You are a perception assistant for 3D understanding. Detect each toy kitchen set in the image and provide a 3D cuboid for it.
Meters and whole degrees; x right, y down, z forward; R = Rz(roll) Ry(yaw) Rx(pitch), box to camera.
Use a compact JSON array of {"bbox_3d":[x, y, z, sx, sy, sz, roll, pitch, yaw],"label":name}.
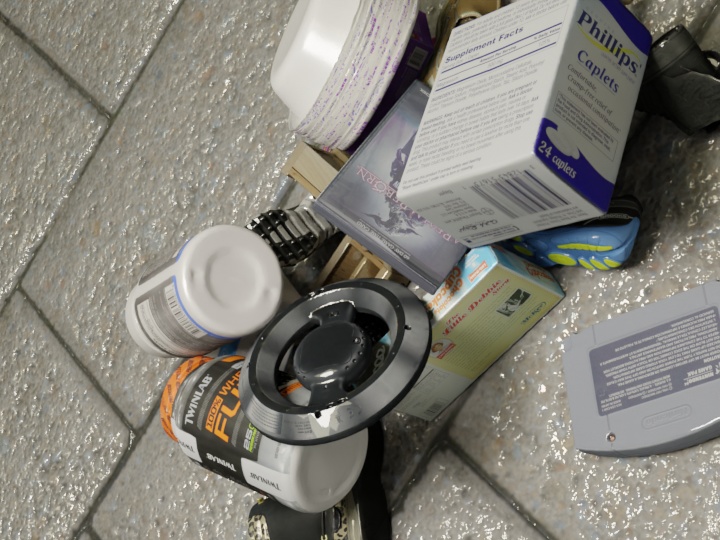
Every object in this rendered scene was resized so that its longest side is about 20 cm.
[{"bbox_3d":[0.000,0.000,1.470,0.163,0.200,0.181,42,103,32],"label":"toy kitchen set"}]

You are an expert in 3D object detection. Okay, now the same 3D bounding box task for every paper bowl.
[{"bbox_3d":[-0.024,-0.234,1.497,0.201,0.104,0.201,-59,16,29],"label":"paper bowl"}]

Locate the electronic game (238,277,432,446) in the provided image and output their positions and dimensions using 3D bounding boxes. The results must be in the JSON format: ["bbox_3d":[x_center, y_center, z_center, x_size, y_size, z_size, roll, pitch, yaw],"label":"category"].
[{"bbox_3d":[-0.026,0.084,1.363,0.199,0.042,0.200,-17,40,15],"label":"electronic game"}]

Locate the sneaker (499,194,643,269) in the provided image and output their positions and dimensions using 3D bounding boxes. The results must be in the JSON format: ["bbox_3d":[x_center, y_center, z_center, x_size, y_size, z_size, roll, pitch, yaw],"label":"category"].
[{"bbox_3d":[0.196,-0.052,1.411,0.199,0.071,0.083,10,58,47],"label":"sneaker"}]

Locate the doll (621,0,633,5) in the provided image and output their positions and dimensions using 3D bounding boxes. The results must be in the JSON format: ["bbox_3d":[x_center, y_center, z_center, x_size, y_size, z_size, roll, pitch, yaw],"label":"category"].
[{"bbox_3d":[0.208,-0.188,1.426,0.200,0.048,0.136,-65,9,-15],"label":"doll"}]

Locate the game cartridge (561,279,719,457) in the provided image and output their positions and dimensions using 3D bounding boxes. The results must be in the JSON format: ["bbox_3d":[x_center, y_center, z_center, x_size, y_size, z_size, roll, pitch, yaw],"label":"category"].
[{"bbox_3d":[0.277,0.094,1.290,0.200,0.041,0.134,-23,55,35],"label":"game cartridge"}]

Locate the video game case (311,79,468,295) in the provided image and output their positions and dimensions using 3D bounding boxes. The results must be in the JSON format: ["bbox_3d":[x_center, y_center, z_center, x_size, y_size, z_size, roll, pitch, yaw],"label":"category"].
[{"bbox_3d":[0.062,-0.085,1.389,0.200,0.143,0.019,-52,-4,-36],"label":"video game case"}]

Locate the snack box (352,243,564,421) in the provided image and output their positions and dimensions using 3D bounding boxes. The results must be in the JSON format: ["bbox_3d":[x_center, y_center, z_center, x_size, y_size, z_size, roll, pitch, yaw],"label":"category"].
[{"bbox_3d":[0.094,0.063,1.414,0.200,0.116,0.037,-45,49,20],"label":"snack box"}]

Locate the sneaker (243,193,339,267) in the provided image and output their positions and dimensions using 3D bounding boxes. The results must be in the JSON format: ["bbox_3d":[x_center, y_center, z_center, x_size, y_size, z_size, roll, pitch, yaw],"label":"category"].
[{"bbox_3d":[-0.085,-0.032,1.591,0.067,0.200,0.090,51,128,4],"label":"sneaker"}]

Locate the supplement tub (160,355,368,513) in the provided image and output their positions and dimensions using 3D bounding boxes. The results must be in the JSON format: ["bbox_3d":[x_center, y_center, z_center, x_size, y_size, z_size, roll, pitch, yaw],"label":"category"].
[{"bbox_3d":[-0.101,0.158,1.442,0.200,0.122,0.123,16,85,37],"label":"supplement tub"}]

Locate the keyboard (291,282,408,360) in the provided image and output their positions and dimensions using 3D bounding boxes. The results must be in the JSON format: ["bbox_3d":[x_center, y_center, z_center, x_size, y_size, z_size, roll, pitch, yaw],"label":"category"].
[{"bbox_3d":[-0.006,0.077,1.487,0.200,0.104,0.040,-33,24,43],"label":"keyboard"}]

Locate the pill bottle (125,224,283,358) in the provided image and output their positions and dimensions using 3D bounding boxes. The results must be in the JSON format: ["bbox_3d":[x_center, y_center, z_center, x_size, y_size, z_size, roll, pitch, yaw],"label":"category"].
[{"bbox_3d":[-0.169,0.029,1.485,0.200,0.113,0.114,-24,56,60],"label":"pill bottle"}]

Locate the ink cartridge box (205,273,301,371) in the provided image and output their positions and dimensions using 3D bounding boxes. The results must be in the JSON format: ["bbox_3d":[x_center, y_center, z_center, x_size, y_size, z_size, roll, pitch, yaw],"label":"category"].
[{"bbox_3d":[-0.136,0.043,1.620,0.200,0.066,0.116,48,122,59],"label":"ink cartridge box"}]

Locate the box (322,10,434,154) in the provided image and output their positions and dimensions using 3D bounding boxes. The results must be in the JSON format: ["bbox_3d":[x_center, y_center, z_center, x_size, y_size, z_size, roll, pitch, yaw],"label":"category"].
[{"bbox_3d":[0.015,-0.184,1.570,0.200,0.039,0.137,-62,13,22],"label":"box"}]

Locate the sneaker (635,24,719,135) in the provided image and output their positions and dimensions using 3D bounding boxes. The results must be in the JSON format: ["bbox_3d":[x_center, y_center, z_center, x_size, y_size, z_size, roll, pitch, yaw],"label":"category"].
[{"bbox_3d":[0.296,-0.163,1.346,0.060,0.104,0.200,-44,2,-22],"label":"sneaker"}]

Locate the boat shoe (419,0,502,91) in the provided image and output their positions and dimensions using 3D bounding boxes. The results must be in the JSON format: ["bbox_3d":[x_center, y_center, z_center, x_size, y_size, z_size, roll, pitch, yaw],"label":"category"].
[{"bbox_3d":[0.116,-0.247,1.509,0.076,0.071,0.200,117,173,-56],"label":"boat shoe"}]

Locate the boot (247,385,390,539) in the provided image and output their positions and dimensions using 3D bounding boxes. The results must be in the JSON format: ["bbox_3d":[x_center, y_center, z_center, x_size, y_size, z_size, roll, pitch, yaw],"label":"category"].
[{"bbox_3d":[-0.052,0.219,1.511,0.153,0.073,0.204,-20,64,30],"label":"boot"}]

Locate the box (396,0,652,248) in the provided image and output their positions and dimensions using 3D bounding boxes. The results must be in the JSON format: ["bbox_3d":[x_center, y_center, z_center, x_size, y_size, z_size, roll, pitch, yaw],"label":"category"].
[{"bbox_3d":[0.150,-0.141,1.302,0.184,0.105,0.201,-14,50,51],"label":"box"}]

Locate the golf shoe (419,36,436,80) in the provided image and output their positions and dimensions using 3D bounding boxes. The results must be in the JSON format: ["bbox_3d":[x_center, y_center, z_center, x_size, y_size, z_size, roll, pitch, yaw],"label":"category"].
[{"bbox_3d":[0.083,-0.155,1.551,0.091,0.075,0.201,-33,46,40],"label":"golf shoe"}]
